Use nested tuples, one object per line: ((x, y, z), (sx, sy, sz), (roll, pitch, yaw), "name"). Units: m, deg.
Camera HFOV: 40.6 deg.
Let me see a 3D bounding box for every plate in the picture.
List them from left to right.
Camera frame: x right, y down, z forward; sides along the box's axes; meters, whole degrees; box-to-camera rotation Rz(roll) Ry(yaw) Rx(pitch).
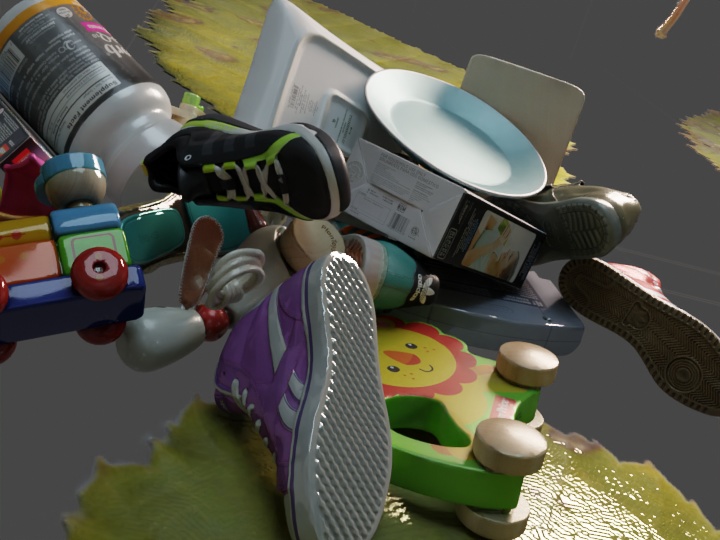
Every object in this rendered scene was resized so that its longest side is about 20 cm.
((-0.025, -0.136, 0.941), (0.199, 0.201, 0.032), (28, -23, -30), "plate")
((0.089, -0.127, 0.940), (0.198, 0.026, 0.201), (21, 33, -14), "plate")

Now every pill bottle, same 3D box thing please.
((-0.250, -0.155, 0.913), (0.200, 0.117, 0.116), (45, 29, 12), "pill bottle")

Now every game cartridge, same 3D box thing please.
((0.103, 0.027, 0.912), (0.198, 0.041, 0.133), (11, 19, -15), "game cartridge")

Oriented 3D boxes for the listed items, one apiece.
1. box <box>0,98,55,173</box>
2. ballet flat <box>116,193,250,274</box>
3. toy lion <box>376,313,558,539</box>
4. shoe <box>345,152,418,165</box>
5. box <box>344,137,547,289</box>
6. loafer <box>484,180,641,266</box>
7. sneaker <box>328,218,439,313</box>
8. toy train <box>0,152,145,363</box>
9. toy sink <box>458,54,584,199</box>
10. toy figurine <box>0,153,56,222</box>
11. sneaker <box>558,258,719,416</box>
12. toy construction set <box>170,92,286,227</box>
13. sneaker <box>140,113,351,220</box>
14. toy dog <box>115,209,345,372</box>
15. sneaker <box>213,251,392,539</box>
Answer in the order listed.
((-0.295, -0.106, 0.842), (0.200, 0.035, 0.110), (40, -10, 43), "box")
((-0.164, -0.034, 0.828), (0.070, 0.071, 0.200), (26, 22, 21), "ballet flat")
((0.038, 0.089, 0.694), (0.190, 0.069, 0.200), (14, 22, 9), "toy lion")
((-0.024, -0.073, 0.864), (0.199, 0.054, 0.070), (-7, 28, -42), "shoe")
((0.074, -0.045, 0.856), (0.116, 0.061, 0.199), (30, 6, 30), "box")
((0.192, -0.046, 0.945), (0.069, 0.076, 0.199), (-21, 15, -27), "loafer")
((0.000, 0.000, 0.829), (0.079, 0.072, 0.200), (18, 5, -22), "sneaker")
((-0.242, -0.007, 0.602), (0.198, 0.085, 0.117), (-10, 66, -19), "toy train")
((0.157, -0.126, 1.081), (0.129, 0.202, 0.112), (20, 16, 8), "toy sink")
((-0.289, -0.034, 0.670), (0.183, 0.150, 0.201), (20, 42, -19), "toy figurine")
((0.286, 0.057, 0.932), (0.200, 0.071, 0.112), (43, 17, 22), "sneaker")
((-0.131, -0.121, 1.006), (0.199, 0.093, 0.131), (31, 0, 12), "toy construction set")
((-0.091, -0.064, 0.714), (0.083, 0.072, 0.199), (-33, 31, -34), "sneaker")
((-0.102, 0.000, 0.727), (0.097, 0.132, 0.199), (50, 23, 16), "toy dog")
((-0.044, 0.096, 0.610), (0.073, 0.114, 0.202), (38, 37, -37), "sneaker")
